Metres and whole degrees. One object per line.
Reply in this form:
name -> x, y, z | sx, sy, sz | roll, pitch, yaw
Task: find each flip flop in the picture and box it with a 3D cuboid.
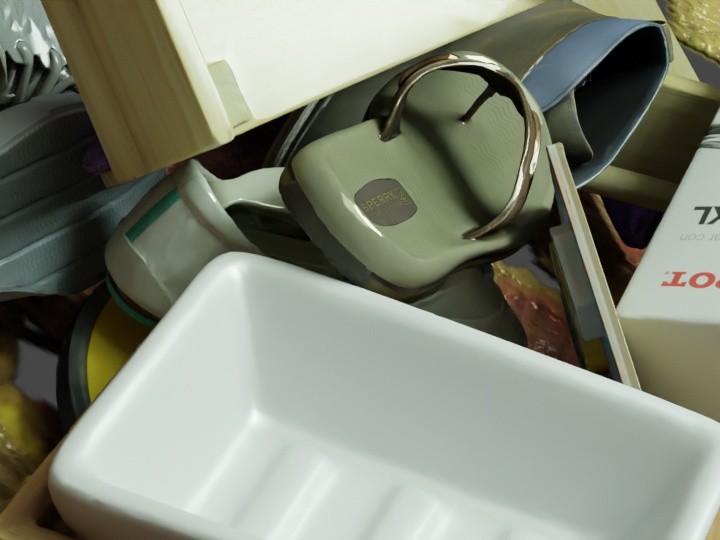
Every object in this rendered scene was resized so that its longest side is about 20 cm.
flip flop -> 0.031, -0.044, 0.944 | 0.081, 0.058, 0.200 | 43, 23, 7

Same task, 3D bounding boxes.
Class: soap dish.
soap dish -> 0.008, 0.084, 0.824 | 0.200, 0.081, 0.157 | 19, 36, 12

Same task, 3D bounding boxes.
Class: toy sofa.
toy sofa -> -0.016, -0.103, 0.935 | 0.200, 0.098, 0.083 | -26, 96, -33
toy sofa -> 0.098, -0.111, 1.221 | 0.083, 0.098, 0.200 | 14, 40, -36

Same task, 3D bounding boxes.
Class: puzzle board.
puzzle board -> 0.101, 0.071, 0.972 | 0.151, 0.017, 0.200 | 66, 7, -65

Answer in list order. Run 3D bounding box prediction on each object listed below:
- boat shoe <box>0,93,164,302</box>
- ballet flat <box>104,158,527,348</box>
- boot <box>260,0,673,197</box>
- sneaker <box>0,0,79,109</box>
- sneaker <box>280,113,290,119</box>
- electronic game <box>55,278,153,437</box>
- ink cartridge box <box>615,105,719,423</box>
boat shoe -> -0.144, -0.021, 0.916 | 0.062, 0.072, 0.200 | 12, 19, 31
ballet flat -> 0.000, 0.000, 0.972 | 0.200, 0.069, 0.069 | 12, 41, -40
boot -> 0.041, -0.056, 1.072 | 0.200, 0.097, 0.075 | -46, 128, -36
sneaker -> -0.137, -0.072, 0.989 | 0.115, 0.075, 0.200 | 45, 33, 4
sneaker -> -0.009, -0.091, 1.137 | 0.200, 0.074, 0.079 | -1, 54, -44
electronic game -> -0.018, 0.070, 0.956 | 0.200, 0.042, 0.200 | 25, 34, -18
ink cartridge box -> 0.206, -0.015, 1.057 | 0.200, 0.146, 0.084 | -59, 140, -39
